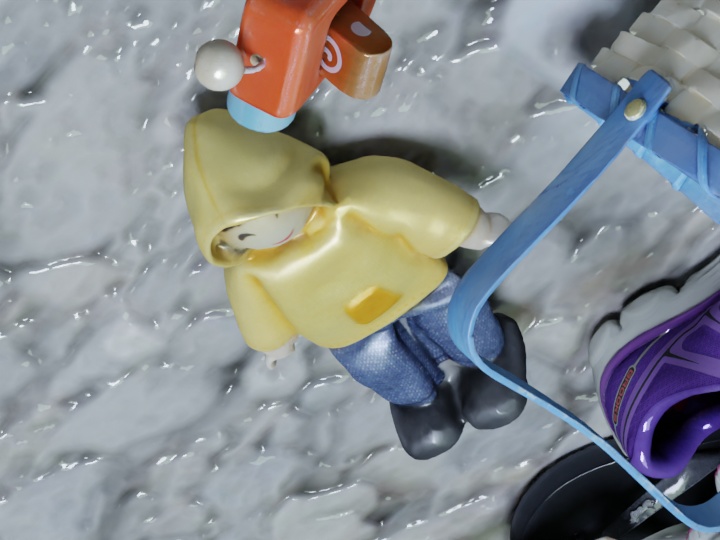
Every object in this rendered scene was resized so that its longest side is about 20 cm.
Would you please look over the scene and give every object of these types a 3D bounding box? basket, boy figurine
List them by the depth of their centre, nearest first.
[{"bbox_3d":[0.146,-0.011,0.676,0.176,0.139,0.201,38,90,-37],"label":"basket"},{"bbox_3d":[0.000,0.000,0.735,0.124,0.065,0.200,-24,140,19],"label":"boy figurine"}]

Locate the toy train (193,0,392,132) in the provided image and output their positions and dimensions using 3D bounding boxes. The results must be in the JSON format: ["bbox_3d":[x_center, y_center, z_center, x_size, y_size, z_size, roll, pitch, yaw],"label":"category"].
[{"bbox_3d":[0.020,-0.134,0.530,0.055,0.150,0.201,27,132,11],"label":"toy train"}]

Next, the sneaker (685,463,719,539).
[{"bbox_3d":[0.201,0.145,0.839,0.081,0.089,0.200,-16,156,4],"label":"sneaker"}]

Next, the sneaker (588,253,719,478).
[{"bbox_3d":[0.188,0.024,0.784,0.080,0.084,0.200,24,127,-33],"label":"sneaker"}]

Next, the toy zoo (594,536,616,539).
[{"bbox_3d":[0.087,0.188,0.957,0.199,0.021,0.131,-24,146,35],"label":"toy zoo"}]

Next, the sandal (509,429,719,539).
[{"bbox_3d":[0.165,0.109,0.902,0.199,0.043,0.076,-24,137,14],"label":"sandal"}]
